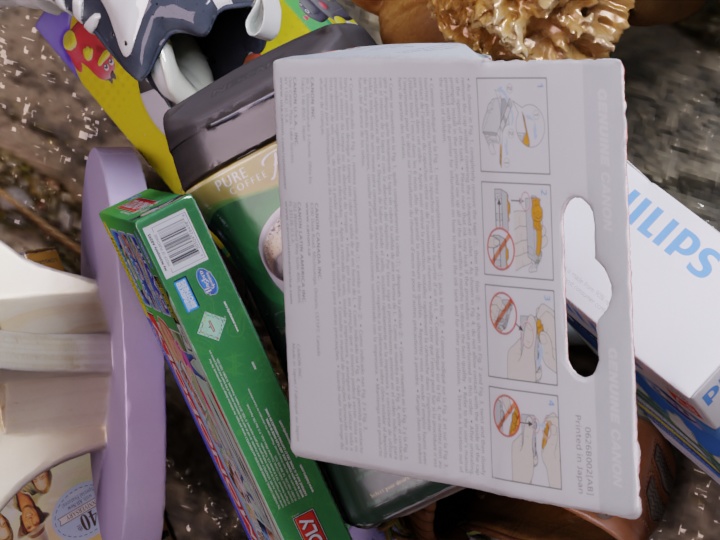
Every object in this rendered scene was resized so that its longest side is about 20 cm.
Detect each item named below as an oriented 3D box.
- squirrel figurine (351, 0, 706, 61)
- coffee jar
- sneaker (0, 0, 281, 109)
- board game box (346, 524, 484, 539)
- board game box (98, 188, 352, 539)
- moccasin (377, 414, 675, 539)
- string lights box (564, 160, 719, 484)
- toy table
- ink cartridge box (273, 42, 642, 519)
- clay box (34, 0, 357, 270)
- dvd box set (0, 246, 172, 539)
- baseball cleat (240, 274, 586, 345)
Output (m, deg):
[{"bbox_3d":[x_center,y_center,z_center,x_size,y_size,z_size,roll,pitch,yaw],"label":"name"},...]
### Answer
[{"bbox_3d":[0.078,-0.136,1.051,0.187,0.200,0.142,-35,83,19],"label":"squirrel figurine"},{"bbox_3d":[0.000,0.000,1.098,0.104,0.085,0.200,-26,88,14],"label":"coffee jar"},{"bbox_3d":[-0.115,-0.118,1.194,0.199,0.079,0.130,-16,77,24],"label":"sneaker"},{"bbox_3d":[0.012,0.212,1.242,0.200,0.026,0.200,27,110,28],"label":"board game box"},{"bbox_3d":[-0.052,0.061,1.124,0.029,0.135,0.200,-26,98,-11],"label":"board game box"},{"bbox_3d":[0.041,0.098,1.172,0.201,0.078,0.074,8,143,25],"label":"moccasin"},{"bbox_3d":[0.142,0.037,1.022,0.059,0.200,0.103,-47,55,-2],"label":"string lights box"},{"bbox_3d":[-0.160,0.043,1.233,0.184,0.117,0.200,121,143,-65],"label":"toy table"},{"bbox_3d":[0.044,-0.002,0.960,0.200,0.050,0.162,5,100,50],"label":"ink cartridge box"},{"bbox_3d":[-0.056,-0.089,1.237,0.200,0.048,0.115,49,119,19],"label":"clay box"},{"bbox_3d":[-0.179,0.108,1.351,0.146,0.029,0.200,-27,80,32],"label":"dvd box set"},{"bbox_3d":[0.041,0.013,1.183,0.200,0.070,0.106,13,138,18],"label":"baseball cleat"}]
